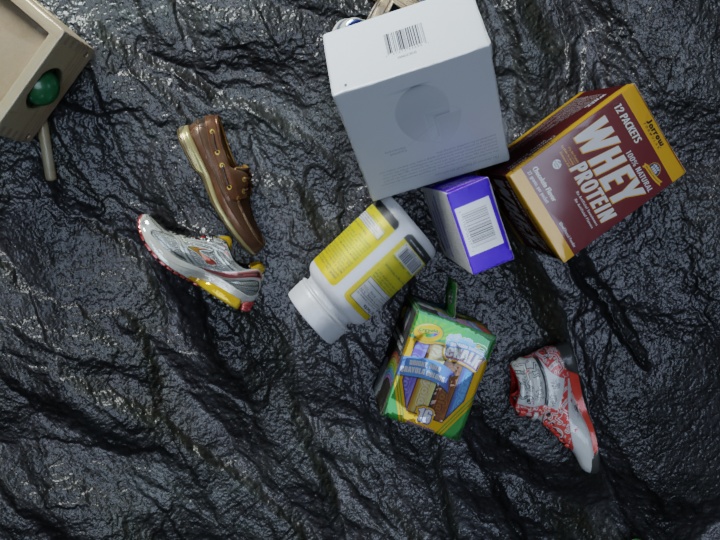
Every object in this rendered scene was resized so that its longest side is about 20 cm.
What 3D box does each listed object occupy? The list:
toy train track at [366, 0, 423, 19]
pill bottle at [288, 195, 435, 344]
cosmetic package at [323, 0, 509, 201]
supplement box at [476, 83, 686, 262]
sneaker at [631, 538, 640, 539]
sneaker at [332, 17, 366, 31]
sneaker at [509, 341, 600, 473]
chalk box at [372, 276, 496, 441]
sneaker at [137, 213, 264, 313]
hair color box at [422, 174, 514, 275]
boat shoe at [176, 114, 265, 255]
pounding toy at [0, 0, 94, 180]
[{"bbox_3d":[0.079,-0.369,1.149,0.197,0.033,0.116,29,95,-9],"label":"toy train track"},{"bbox_3d":[0.000,0.000,1.155,0.199,0.114,0.115,-42,99,2],"label":"pill bottle"},{"bbox_3d":[0.075,-0.221,1.063,0.195,0.125,0.202,-15,141,7],"label":"cosmetic package"},{"bbox_3d":[0.288,-0.134,1.116,0.195,0.200,0.134,-36,99,1],"label":"supplement box"},{"bbox_3d":[0.501,0.473,1.298,0.197,0.074,0.085,32,70,-5],"label":"sneaker"},{"bbox_3d":[0.049,-0.280,1.131,0.196,0.088,0.077,23,94,-11],"label":"sneaker"},{"bbox_3d":[0.286,0.217,1.236,0.105,0.067,0.206,-16,96,-1],"label":"sneaker"},{"bbox_3d":[0.110,0.114,1.176,0.121,0.125,0.204,20,98,-7],"label":"chalk box"},{"bbox_3d":[-0.224,-0.024,1.159,0.198,0.078,0.083,32,91,-18],"label":"sneaker"},{"bbox_3d":[0.141,-0.068,1.113,0.063,0.200,0.112,-20,100,-3],"label":"hair color box"},{"bbox_3d":[-0.180,-0.120,1.143,0.066,0.072,0.203,-27,97,2],"label":"boat shoe"},{"bbox_3d":[-0.454,-0.257,1.083,0.199,0.142,0.185,39,93,2],"label":"pounding toy"}]
